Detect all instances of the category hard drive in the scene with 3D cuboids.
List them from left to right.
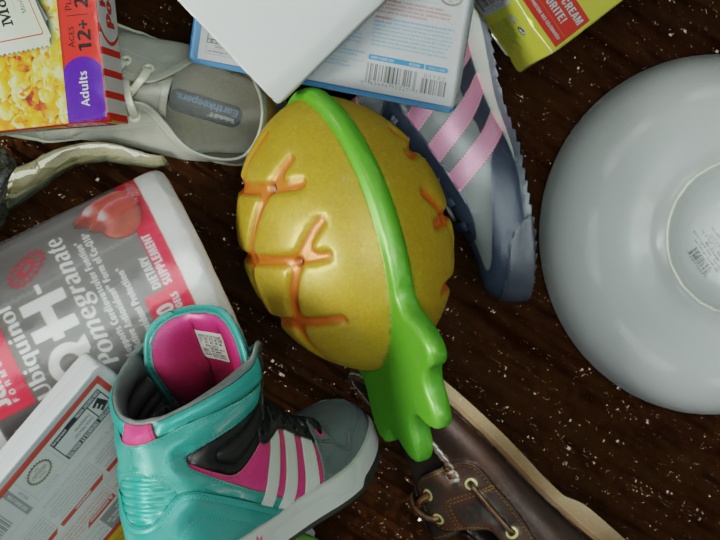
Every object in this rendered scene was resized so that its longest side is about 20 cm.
[{"bbox_3d":[-0.016,-0.199,1.352,0.200,0.027,0.132,-43,93,17],"label":"hard drive"}]

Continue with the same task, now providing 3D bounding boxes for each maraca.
[{"bbox_3d":[0.000,0.000,1.386,0.107,0.137,0.201,-17,69,-17],"label":"maraca"}]

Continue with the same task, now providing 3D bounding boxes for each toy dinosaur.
[{"bbox_3d":[-0.206,-0.037,1.406,0.199,0.088,0.048,-26,61,5],"label":"toy dinosaur"}]

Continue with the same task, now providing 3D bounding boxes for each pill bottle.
[{"bbox_3d":[-0.169,0.038,1.407,0.199,0.111,0.111,-26,95,-5],"label":"pill bottle"}]

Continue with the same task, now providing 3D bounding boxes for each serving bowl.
[{"bbox_3d":[0.200,-0.019,1.470,0.199,0.066,0.201,0,93,-6],"label":"serving bowl"}]

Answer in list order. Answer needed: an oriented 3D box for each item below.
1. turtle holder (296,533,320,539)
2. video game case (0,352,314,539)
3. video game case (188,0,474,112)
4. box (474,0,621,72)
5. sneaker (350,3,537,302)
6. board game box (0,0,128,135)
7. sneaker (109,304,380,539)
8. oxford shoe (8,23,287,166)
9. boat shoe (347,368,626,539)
[{"bbox_3d":[-0.048,0.199,1.387,0.141,0.132,0.186,-29,132,-16],"label":"turtle holder"},{"bbox_3d":[-0.126,0.145,1.406,0.143,0.017,0.200,-50,133,-3],"label":"video game case"},{"bbox_3d":[-0.005,-0.191,1.375,0.143,0.018,0.201,12,106,9],"label":"video game case"},{"bbox_3d":[0.142,-0.193,1.437,0.200,0.050,0.075,-37,96,-20],"label":"box"},{"bbox_3d":[0.038,-0.073,1.448,0.082,0.070,0.201,-15,85,-11],"label":"sneaker"},{"bbox_3d":[-0.228,-0.141,1.399,0.199,0.046,0.152,-6,90,9],"label":"board game box"},{"bbox_3d":[-0.062,0.071,1.362,0.083,0.200,0.121,-3,106,29],"label":"sneaker"},{"bbox_3d":[-0.134,-0.098,1.433,0.199,0.058,0.075,12,93,-6],"label":"oxford shoe"},{"bbox_3d":[0.064,0.121,1.457,0.200,0.070,0.070,43,83,-6],"label":"boat shoe"}]
